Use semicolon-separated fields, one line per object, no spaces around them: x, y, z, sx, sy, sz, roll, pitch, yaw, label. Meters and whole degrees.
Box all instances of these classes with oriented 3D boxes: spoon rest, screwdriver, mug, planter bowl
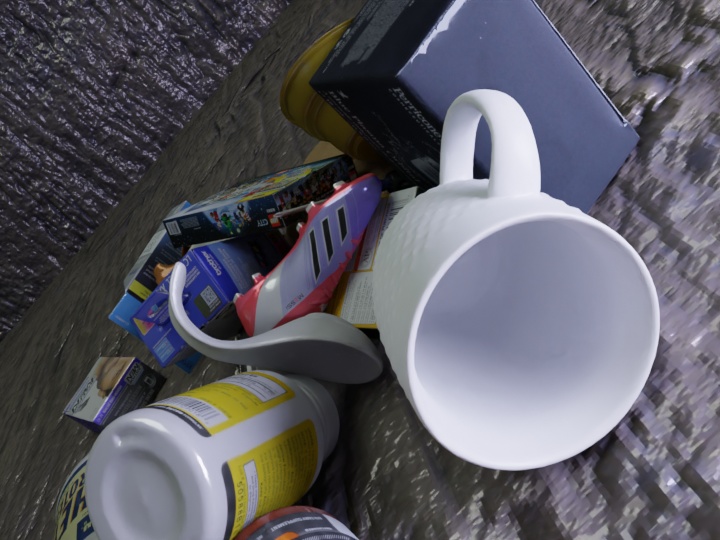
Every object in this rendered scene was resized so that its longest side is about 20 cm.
-0.075;0.059;0.597;0.100;0.197;0.061;119;170;-61;spoon rest
-0.001;-0.084;0.726;0.028;0.197;0.029;56;144;27;screwdriver
0.077;-0.010;0.443;0.145;0.204;0.176;-5;18;-9;mug
0.021;-0.174;0.730;0.199;0.199;0.085;-34;71;31;planter bowl

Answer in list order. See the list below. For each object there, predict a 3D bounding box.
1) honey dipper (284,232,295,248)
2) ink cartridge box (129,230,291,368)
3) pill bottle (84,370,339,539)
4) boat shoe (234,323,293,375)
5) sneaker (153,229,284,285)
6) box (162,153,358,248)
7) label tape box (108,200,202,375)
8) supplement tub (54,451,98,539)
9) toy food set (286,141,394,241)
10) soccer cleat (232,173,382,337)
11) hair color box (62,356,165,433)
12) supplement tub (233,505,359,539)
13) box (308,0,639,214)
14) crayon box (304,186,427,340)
-0.040;-0.083;0.922;0.200;0.038;0.038;-44;25;7;honey dipper
-0.170;0.031;0.810;0.136;0.077;0.199;-42;-7;27;ink cartridge box
-0.094;0.138;0.522;0.111;0.112;0.199;-38;-12;23;pill bottle
-0.104;0.092;0.739;0.060;0.074;0.201;-43;23;14;boat shoe
-0.194;-0.027;0.964;0.199;0.085;0.073;-34;-10;-35;sneaker
-0.116;-0.079;0.802;0.198;0.038;0.136;-6;21;41;box
-0.256;0.026;1.001;0.066;0.143;0.202;-10;46;54;label tape box
-0.177;0.240;0.573;0.146;0.145;0.200;-51;25;-3;supplement tub
-0.005;-0.117;0.853;0.196;0.049;0.202;5;60;47;toy food set
-0.039;-0.003;0.646;0.200;0.077;0.066;-45;-14;21;soccer cleat
-0.388;0.196;1.089;0.199;0.065;0.110;-9;47;53;hair color box
-0.007;0.213;0.372;0.108;0.107;0.199;-55;26;-12;supplement tub
0.085;-0.136;0.585;0.118;0.196;0.200;-52;25;-5;box
0.000;0.000;0.677;0.199;0.051;0.128;-5;68;56;crayon box
